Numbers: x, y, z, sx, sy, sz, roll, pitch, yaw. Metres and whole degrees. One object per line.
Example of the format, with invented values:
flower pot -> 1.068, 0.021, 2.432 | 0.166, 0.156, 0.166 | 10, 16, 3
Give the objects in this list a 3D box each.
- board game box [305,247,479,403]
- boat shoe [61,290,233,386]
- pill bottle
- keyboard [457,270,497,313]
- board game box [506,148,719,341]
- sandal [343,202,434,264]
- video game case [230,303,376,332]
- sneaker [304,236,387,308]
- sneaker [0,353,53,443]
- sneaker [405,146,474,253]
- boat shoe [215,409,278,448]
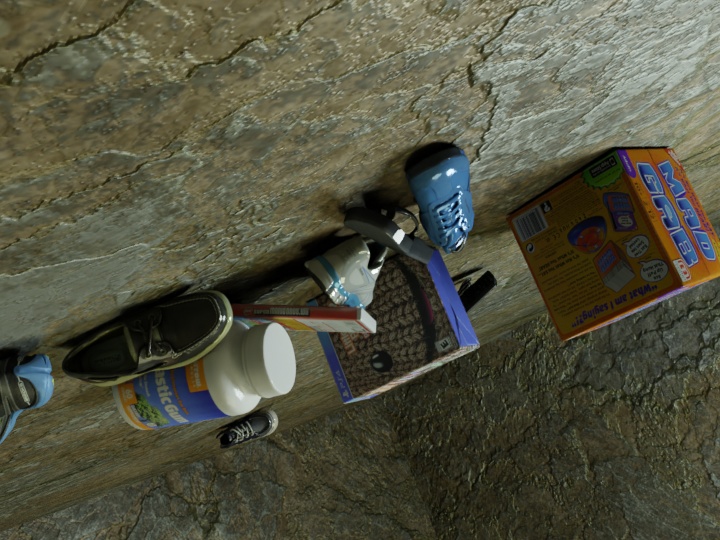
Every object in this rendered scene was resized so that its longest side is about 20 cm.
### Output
board game box -> 0.046, 0.080, 1.182 | 0.199, 0.161, 0.097 | -28, 166, 21
boat shoe -> -0.233, 0.079, 0.877 | 0.199, 0.073, 0.066 | -22, 174, 15
pill bottle -> -0.182, 0.119, 0.950 | 0.198, 0.114, 0.112 | -13, 172, 20
keyboard -> 0.178, 0.073, 1.554 | 0.200, 0.021, 0.127 | -44, -169, 7
board game box -> 0.377, -0.040, 1.180 | 0.199, 0.202, 0.199 | -10, 163, -47
sandal -> 0.035, -0.047, 0.882 | 0.043, 0.075, 0.200 | -66, 164, 1
video game case -> -0.086, 0.059, 0.997 | 0.197, 0.018, 0.143 | 1, 170, 8
sneaker -> 0.000, 0.000, 0.984 | 0.086, 0.075, 0.200 | -39, 172, 4
sneaker -> -0.400, 0.138, 0.858 | 0.082, 0.072, 0.199 | 10, 146, -43
sneaker -> 0.093, -0.067, 0.848 | 0.065, 0.079, 0.200 | -21, 166, 3
boat shoe -> -0.323, 0.455, 2.278 | 0.199, 0.075, 0.092 | -32, 172, 38
